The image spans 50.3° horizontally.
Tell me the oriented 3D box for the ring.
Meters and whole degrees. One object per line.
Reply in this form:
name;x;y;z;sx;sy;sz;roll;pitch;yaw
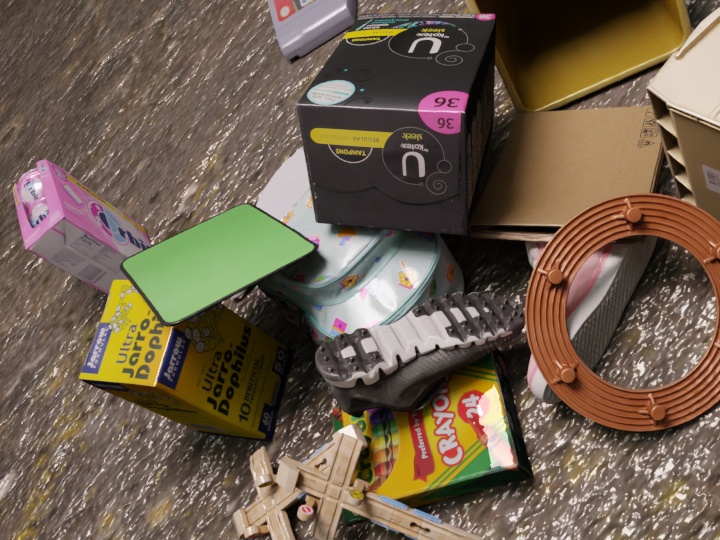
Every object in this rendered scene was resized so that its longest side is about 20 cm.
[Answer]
ring;0.239;0.036;0.646;0.197;0.019;0.204;0;93;2

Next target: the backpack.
backpack;0.000;0.000;0.798;0.199;0.154;0.176;34;74;35

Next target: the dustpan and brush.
dustpan and brush;-0.103;-0.049;0.957;0.200;0.057;0.139;-44;40;-5

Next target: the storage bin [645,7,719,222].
storage bin;0.348;-0.087;0.610;0.094;0.200;0.198;-51;52;0

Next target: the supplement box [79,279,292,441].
supplement box;-0.177;0.100;0.820;0.108;0.200;0.110;-1;65;30

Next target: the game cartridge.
game cartridge;-0.075;-0.414;1.140;0.132;0.041;0.202;-25;55;12

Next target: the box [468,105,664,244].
box;0.210;-0.100;0.759;0.162;0.021;0.201;3;44;29

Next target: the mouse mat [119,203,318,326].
mouse mat;-0.145;-0.014;0.757;0.160;0.008;0.200;-28;30;-19

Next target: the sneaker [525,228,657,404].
sneaker;0.190;0.023;0.726;0.104;0.075;0.202;23;75;39

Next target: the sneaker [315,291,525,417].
sneaker;0.058;0.082;0.712;0.197;0.091;0.067;-17;40;-9

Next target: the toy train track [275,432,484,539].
toy train track;0.013;0.222;0.694;0.198;0.033;0.116;19;109;10

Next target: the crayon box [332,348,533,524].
crayon box;0.054;0.160;0.747;0.198;0.051;0.128;-22;56;20

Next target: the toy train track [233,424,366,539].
toy train track;-0.071;0.212;0.757;0.200;0.032;0.116;-43;57;29

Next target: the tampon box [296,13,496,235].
tampon box;0.045;-0.147;0.735;0.148;0.127;0.201;5;40;15

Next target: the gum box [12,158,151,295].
gum box;-0.356;-0.046;1.003;0.066;0.200;0.114;-38;54;7

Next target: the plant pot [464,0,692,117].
plant pot;0.216;-0.329;0.831;0.194;0.194;0.202;-22;47;19
